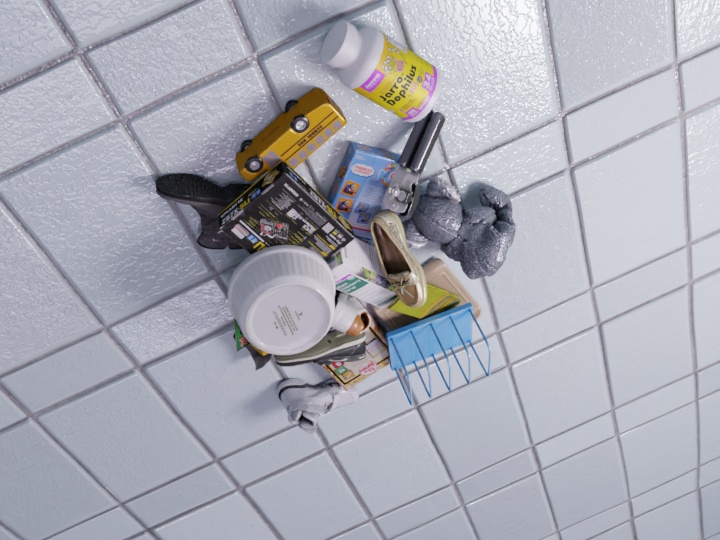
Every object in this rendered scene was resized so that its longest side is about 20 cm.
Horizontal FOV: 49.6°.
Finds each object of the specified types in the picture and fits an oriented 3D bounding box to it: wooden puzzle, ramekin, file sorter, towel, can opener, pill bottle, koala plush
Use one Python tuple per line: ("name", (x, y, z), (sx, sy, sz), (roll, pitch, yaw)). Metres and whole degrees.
("wooden puzzle", (0.149, 0.081, 1.723), (0.184, 0.037, 0.200), (-35, 125, 11))
("ramekin", (-0.136, 0.062, 1.408), (0.199, 0.095, 0.205), (-8, 125, -11))
("file sorter", (0.171, 0.186, 1.684), (0.197, 0.124, 0.140), (-19, 142, -7))
("towel", (0.137, 0.069, 1.624), (0.086, 0.018, 0.199), (-45, 150, 17))
("can opener", (0.100, -0.199, 1.438), (0.066, 0.052, 0.202), (2, 112, -60))
("pill bottle", (0.034, -0.335, 1.303), (0.198, 0.105, 0.105), (22, 118, -32))
("koala plush", (0.183, -0.090, 1.519), (0.198, 0.185, 0.178), (28, 118, -20))

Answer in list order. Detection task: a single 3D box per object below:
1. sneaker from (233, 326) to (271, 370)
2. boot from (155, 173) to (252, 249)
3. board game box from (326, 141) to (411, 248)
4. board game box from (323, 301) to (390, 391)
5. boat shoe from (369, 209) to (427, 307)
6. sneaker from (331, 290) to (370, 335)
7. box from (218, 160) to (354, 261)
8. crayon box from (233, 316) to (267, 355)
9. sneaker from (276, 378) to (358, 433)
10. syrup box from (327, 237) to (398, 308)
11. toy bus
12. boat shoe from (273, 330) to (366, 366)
("sneaker", (-0.221, 0.116, 1.602), (0.103, 0.060, 0.201), (-31, 134, 1))
("boot", (-0.280, -0.096, 1.412), (0.197, 0.070, 0.133), (10, 129, -20))
("board game box", (0.014, -0.137, 1.498), (0.149, 0.037, 0.201), (10, 124, -26))
("board game box", (-0.023, 0.163, 1.716), (0.150, 0.047, 0.200), (-32, 130, 7))
("boat shoe", (0.066, -0.014, 1.492), (0.073, 0.063, 0.202), (-19, 101, 31))
("sneaker", (-0.023, 0.091, 1.558), (0.084, 0.200, 0.073), (31, 101, -5))
("box", (-0.130, -0.078, 1.400), (0.159, 0.050, 0.200), (-37, 127, 17))
("crayon box", (-0.157, 0.080, 1.540), (0.199, 0.051, 0.128), (-28, 133, -34))
("sneaker", (-0.087, 0.309, 1.765), (0.197, 0.116, 0.076), (8, 125, -24))
("syrup box", (0.000, 0.000, 1.542), (0.078, 0.082, 0.199), (-29, 144, 32))
("toy bus", (-0.125, -0.228, 1.359), (0.199, 0.065, 0.078), (-39, 131, 12))
("boat shoe", (-0.082, 0.175, 1.628), (0.197, 0.072, 0.068), (-11, 124, -12))
